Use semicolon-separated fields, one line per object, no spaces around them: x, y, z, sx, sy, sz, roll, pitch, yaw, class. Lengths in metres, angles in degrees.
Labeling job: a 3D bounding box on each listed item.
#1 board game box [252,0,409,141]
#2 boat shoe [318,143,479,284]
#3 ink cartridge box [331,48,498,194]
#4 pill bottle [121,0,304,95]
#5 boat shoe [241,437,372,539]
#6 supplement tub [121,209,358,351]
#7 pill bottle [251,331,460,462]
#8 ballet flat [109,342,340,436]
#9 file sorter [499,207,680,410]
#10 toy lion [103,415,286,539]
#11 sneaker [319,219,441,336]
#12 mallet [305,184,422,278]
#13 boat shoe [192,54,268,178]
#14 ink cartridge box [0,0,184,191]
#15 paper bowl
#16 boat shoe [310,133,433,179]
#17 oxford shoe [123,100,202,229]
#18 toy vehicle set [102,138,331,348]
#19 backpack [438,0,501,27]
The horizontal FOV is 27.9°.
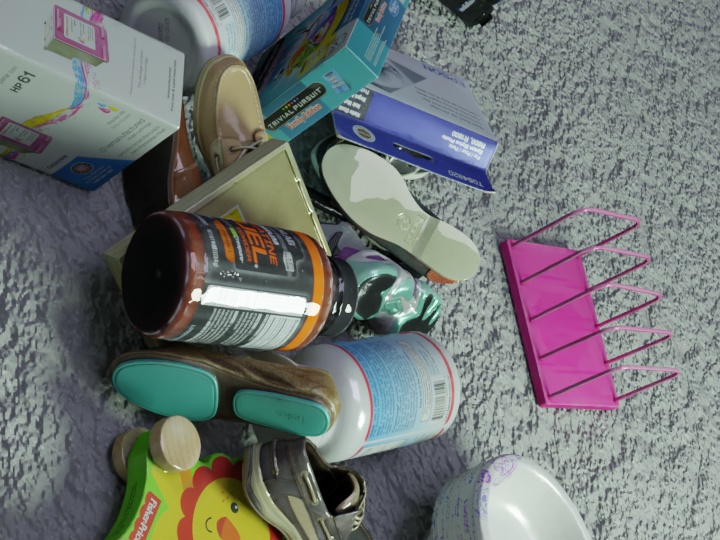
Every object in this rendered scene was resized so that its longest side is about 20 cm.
-0.043;-0.206;1.434;0.047;0.199;0.152;40;45;-21;board game box
0.034;-0.055;1.486;0.199;0.062;0.072;36;80;-14;boat shoe
0.049;-0.177;1.547;0.198;0.041;0.201;19;30;-24;ink cartridge box
-0.138;-0.256;1.425;0.109;0.108;0.200;55;41;-6;pill bottle
-0.030;0.212;1.275;0.200;0.073;0.075;49;28;-45;boat shoe
-0.097;0.012;1.233;0.198;0.107;0.108;8;62;-42;supplement tub
-0.006;0.120;1.361;0.199;0.108;0.110;-5;71;-47;pill bottle
-0.112;0.092;1.241;0.197;0.068;0.073;8;35;2;ballet flat
0.271;0.044;1.671;0.138;0.125;0.202;7;63;-43;file sorter
-0.139;0.232;1.205;0.192;0.068;0.201;48;41;-26;toy lion
0.000;0.000;1.464;0.140;0.078;0.200;44;-1;30;sneaker
-0.007;-0.063;1.520;0.199;0.041;0.066;33;49;-24;mallet
-0.106;-0.100;1.347;0.071;0.064;0.203;-20;113;-32;boat shoe
-0.270;-0.159;1.221;0.199;0.144;0.086;23;54;-35;ink cartridge box
0.140;0.289;1.404;0.200;0.104;0.203;34;41;-36;paper bowl
0.029;-0.129;1.571;0.199;0.060;0.075;-7;72;-47;boat shoe
-0.173;-0.077;1.337;0.071;0.071;0.203;8;73;-46;oxford shoe
-0.122;-0.014;1.293;0.199;0.026;0.125;-37;122;-28;toy vehicle set
0.131;-0.419;1.751;0.189;0.200;0.156;8;58;-35;backpack
